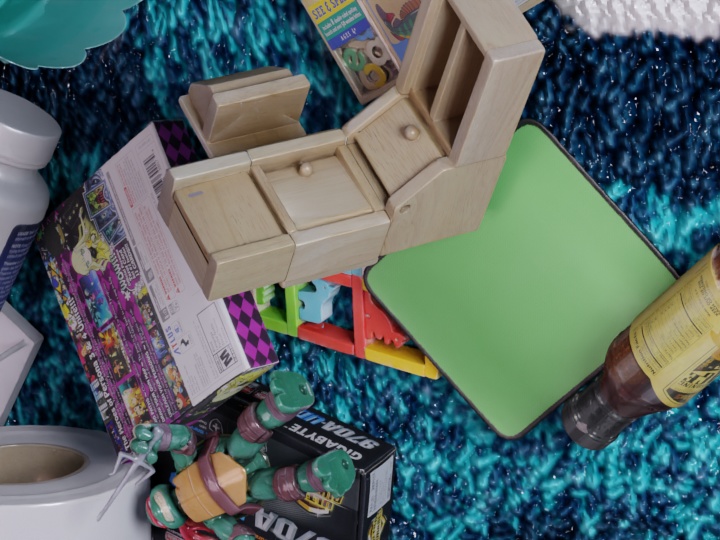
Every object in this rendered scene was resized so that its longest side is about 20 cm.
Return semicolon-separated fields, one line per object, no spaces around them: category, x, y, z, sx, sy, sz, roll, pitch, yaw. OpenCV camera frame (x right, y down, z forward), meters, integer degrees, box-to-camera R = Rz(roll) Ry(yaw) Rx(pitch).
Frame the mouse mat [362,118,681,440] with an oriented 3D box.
mouse mat;0.106;0.009;1.618;0.161;0.008;0.200;48;127;2

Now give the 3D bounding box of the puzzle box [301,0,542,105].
puzzle box;0.038;-0.204;1.563;0.200;0.025;0.133;-28;94;44

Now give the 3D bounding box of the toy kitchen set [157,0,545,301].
toy kitchen set;-0.027;-0.115;1.525;0.163;0.200;0.181;59;150;29

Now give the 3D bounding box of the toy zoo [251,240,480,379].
toy zoo;0.000;0.000;1.705;0.200;0.020;0.132;16;121;32

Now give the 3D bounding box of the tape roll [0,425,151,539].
tape roll;-0.260;0.180;1.864;0.202;0.202;0.071;9;106;35

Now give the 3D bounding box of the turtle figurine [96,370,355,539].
turtle figurine;-0.105;0.156;1.756;0.200;0.101;0.150;-32;105;28

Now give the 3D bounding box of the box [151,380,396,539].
box;-0.069;0.170;1.833;0.200;0.046;0.159;23;125;28

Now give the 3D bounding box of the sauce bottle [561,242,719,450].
sauce bottle;0.200;0.050;1.545;0.066;0.066;0.200;49;136;6

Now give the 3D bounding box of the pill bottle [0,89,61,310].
pill bottle;-0.304;-0.035;1.841;0.111;0.111;0.200;34;108;20

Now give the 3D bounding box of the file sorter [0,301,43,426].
file sorter;-0.386;0.056;1.973;0.200;0.124;0.139;42;132;13

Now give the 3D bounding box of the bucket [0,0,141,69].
bucket;-0.249;-0.242;1.657;0.135;0.207;0.208;9;118;41

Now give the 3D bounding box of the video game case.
video game case;-0.155;0.017;1.790;0.181;0.036;0.200;-37;70;43
